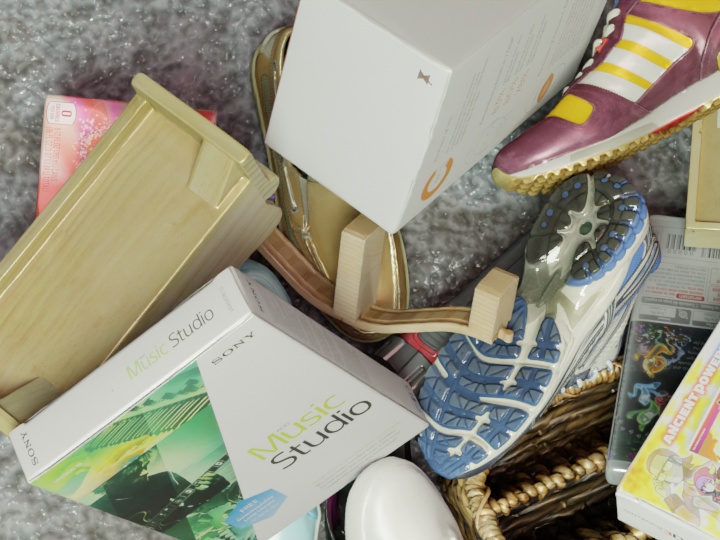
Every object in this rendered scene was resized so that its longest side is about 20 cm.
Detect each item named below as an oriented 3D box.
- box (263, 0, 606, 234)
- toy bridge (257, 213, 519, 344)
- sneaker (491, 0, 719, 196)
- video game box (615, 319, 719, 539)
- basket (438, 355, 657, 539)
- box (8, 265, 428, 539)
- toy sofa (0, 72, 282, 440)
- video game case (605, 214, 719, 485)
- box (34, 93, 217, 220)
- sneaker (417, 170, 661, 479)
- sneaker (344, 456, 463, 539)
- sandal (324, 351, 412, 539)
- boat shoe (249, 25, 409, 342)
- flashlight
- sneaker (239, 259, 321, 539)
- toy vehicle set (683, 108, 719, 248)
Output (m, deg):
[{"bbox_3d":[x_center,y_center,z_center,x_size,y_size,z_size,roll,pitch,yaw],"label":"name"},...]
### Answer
[{"bbox_3d":[0.052,-0.135,0.932,0.097,0.125,0.200,35,48,15],"label":"box"},{"bbox_3d":[0.000,0.000,0.953,0.200,0.067,0.027,25,40,21],"label":"toy bridge"},{"bbox_3d":[0.157,-0.118,0.979,0.200,0.075,0.090,-26,84,-6],"label":"sneaker"},{"bbox_3d":[0.265,0.091,0.893,0.182,0.047,0.200,27,64,22],"label":"video game box"},{"bbox_3d":[0.160,0.126,0.979,0.200,0.149,0.143,-21,91,-9],"label":"basket"},{"bbox_3d":[-0.067,0.083,0.863,0.144,0.200,0.036,-37,56,12],"label":"box"},{"bbox_3d":[-0.136,0.003,0.881,0.083,0.098,0.200,36,84,17],"label":"toy sofa"},{"bbox_3d":[0.255,0.055,0.960,0.200,0.023,0.182,7,58,13],"label":"video game case"},{"bbox_3d":[-0.142,0.005,0.961,0.102,0.095,0.200,5,87,-10],"label":"box"},{"bbox_3d":[0.114,0.045,0.957,0.200,0.077,0.085,-53,138,-3],"label":"sneaker"},{"bbox_3d":[0.059,0.197,0.920,0.075,0.088,0.200,-28,103,-34],"label":"sneaker"},{"bbox_3d":[0.005,0.147,0.976,0.075,0.048,0.201,-8,110,20],"label":"sandal"},{"bbox_3d":[-0.020,-0.051,0.992,0.072,0.076,0.200,-22,92,-10],"label":"boat shoe"},{"bbox_3d":[0.092,0.021,1.018,0.200,0.068,0.068,-40,103,-14],"label":"flashlight"},{"bbox_3d":[-0.063,0.092,0.977,0.074,0.082,0.200,-11,90,-9],"label":"sneaker"},{"bbox_3d":[0.270,-0.106,1.016,0.124,0.027,0.200,5,67,12],"label":"toy vehicle set"}]
